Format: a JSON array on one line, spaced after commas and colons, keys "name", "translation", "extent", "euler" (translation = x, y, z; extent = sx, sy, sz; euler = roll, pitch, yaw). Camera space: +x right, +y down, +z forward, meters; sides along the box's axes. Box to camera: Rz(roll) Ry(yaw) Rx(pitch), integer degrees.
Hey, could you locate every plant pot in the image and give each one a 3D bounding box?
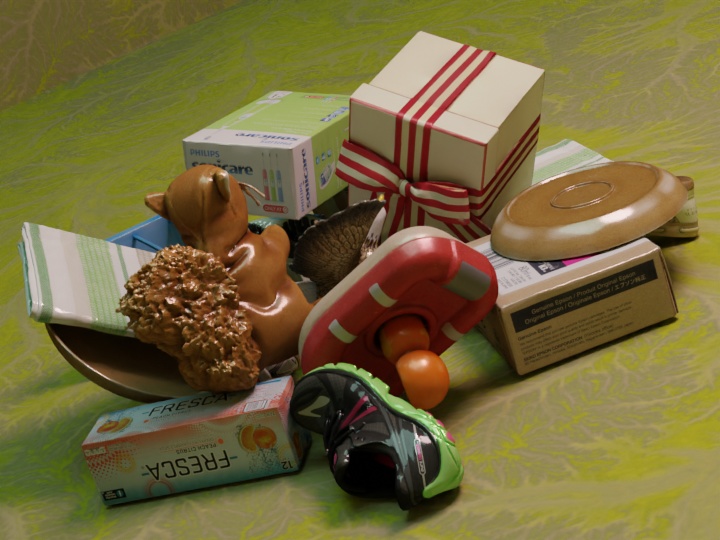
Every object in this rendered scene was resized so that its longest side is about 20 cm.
[{"name": "plant pot", "translation": [0.219, -0.064, 1.465], "extent": [0.198, 0.028, 0.200], "euler": [-16, 19, 6]}, {"name": "plant pot", "translation": [-0.223, 0.070, 1.482], "extent": [0.198, 0.028, 0.201], "euler": [23, 25, -12]}]

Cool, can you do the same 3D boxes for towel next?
[{"name": "towel", "translation": [0.224, -0.093, 1.743], "extent": [0.148, 0.031, 0.200], "euler": [-24, 23, -8]}, {"name": "towel", "translation": [-0.241, 0.024, 1.491], "extent": [0.198, 0.031, 0.150], "euler": [15, 31, -27]}]

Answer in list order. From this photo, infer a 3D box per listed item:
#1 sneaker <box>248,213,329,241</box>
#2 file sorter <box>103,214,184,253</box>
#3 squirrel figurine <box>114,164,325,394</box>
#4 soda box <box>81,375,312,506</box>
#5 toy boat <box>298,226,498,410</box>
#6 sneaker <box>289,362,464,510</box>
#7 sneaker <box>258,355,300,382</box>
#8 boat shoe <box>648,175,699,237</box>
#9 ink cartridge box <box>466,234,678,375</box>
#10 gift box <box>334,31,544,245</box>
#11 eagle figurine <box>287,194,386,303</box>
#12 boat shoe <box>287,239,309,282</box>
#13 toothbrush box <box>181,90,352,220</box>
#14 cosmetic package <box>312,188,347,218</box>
[{"name": "sneaker", "translation": [-0.056, -0.044, 1.799], "extent": [0.089, 0.079, 0.199], "euler": [-25, 22, -35]}, {"name": "file sorter", "translation": [-0.213, 0.027, 1.659], "extent": [0.199, 0.140, 0.122], "euler": [-27, 24, -23]}, {"name": "squirrel figurine", "translation": [-0.130, 0.004, 1.370], "extent": [0.140, 0.189, 0.200], "euler": [-9, 20, 30]}, {"name": "soda box", "translation": [-0.148, 0.155, 1.364], "extent": [0.197, 0.069, 0.064], "euler": [-12, 20, 16]}, {"name": "toy boat", "translation": [0.039, 0.067, 1.325], "extent": [0.200, 0.130, 0.132], "euler": [-43, 45, 24]}, {"name": "sneaker", "translation": [-0.002, 0.138, 1.250], "extent": [0.083, 0.077, 0.199], "euler": [-34, 33, -27]}, {"name": "sneaker", "translation": [-0.098, 0.049, 1.553], "extent": [0.081, 0.078, 0.201], "euler": [-23, 40, 4]}, {"name": "boat shoe", "translation": [0.254, -0.054, 1.570], "extent": [0.198, 0.064, 0.073], "euler": [-7, 11, 32]}, {"name": "ink cartridge box", "translation": [0.188, 0.010, 1.445], "extent": [0.163, 0.076, 0.200], "euler": [-22, 19, -6]}, {"name": "gift box", "translation": [0.093, -0.115, 1.619], "extent": [0.183, 0.202, 0.187], "euler": [17, 41, 25]}, {"name": "eagle figurine", "translation": [0.001, -0.008, 1.538], "extent": [0.150, 0.153, 0.200], "euler": [-11, 11, -12]}, {"name": "boat shoe", "translation": [-0.108, -0.006, 1.757], "extent": [0.060, 0.073, 0.200], "euler": [-27, 28, -35]}, {"name": "toothbrush box", "translation": [-0.086, -0.134, 1.698], "extent": [0.144, 0.087, 0.200], "euler": [6, 23, 27]}, {"name": "cosmetic package", "translation": [0.020, -0.106, 1.842], "extent": [0.087, 0.104, 0.199], "euler": [-43, 28, -28]}]
